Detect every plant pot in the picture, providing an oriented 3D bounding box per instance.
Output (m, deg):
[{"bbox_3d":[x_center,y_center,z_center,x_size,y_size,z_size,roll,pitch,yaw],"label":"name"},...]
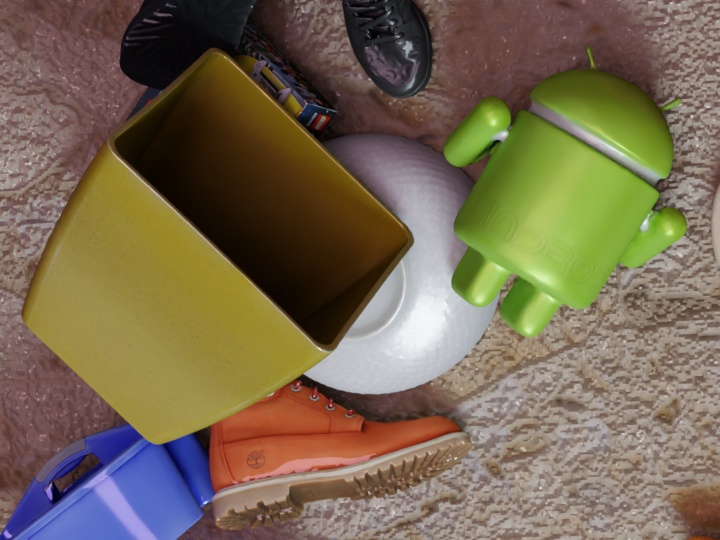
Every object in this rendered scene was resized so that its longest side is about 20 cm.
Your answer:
[{"bbox_3d":[-0.115,0.000,1.614,0.200,0.200,0.176,44,120,-3],"label":"plant pot"}]

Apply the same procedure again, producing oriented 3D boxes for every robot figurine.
[{"bbox_3d":[0.143,-0.054,1.645,0.175,0.116,0.200,30,93,-9],"label":"robot figurine"}]

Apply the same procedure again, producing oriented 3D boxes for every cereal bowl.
[{"bbox_3d":[0.000,0.000,1.727,0.200,0.083,0.200,3,102,17],"label":"cereal bowl"}]

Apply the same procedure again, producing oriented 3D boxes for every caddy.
[{"bbox_3d":[-0.200,0.180,1.790,0.200,0.141,0.105,-38,93,19],"label":"caddy"}]

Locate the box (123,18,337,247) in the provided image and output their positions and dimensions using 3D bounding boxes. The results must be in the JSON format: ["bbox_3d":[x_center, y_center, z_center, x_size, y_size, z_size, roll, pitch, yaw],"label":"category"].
[{"bbox_3d":[-0.120,-0.083,1.742,0.200,0.038,0.137,-54,55,18],"label":"box"}]

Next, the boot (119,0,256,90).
[{"bbox_3d":[-0.106,-0.245,1.693,0.076,0.168,0.200,19,142,-18],"label":"boot"}]

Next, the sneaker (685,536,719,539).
[{"bbox_3d":[0.330,0.221,1.686,0.200,0.073,0.077,14,82,10],"label":"sneaker"}]

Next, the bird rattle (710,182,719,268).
[{"bbox_3d":[0.317,-0.039,1.620,0.163,0.113,0.200,-4,96,34],"label":"bird rattle"}]

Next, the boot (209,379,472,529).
[{"bbox_3d":[-0.020,0.122,1.758,0.200,0.075,0.107,-11,67,0],"label":"boot"}]

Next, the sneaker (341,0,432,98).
[{"bbox_3d":[-0.003,-0.214,1.672,0.060,0.104,0.200,-11,101,18],"label":"sneaker"}]
